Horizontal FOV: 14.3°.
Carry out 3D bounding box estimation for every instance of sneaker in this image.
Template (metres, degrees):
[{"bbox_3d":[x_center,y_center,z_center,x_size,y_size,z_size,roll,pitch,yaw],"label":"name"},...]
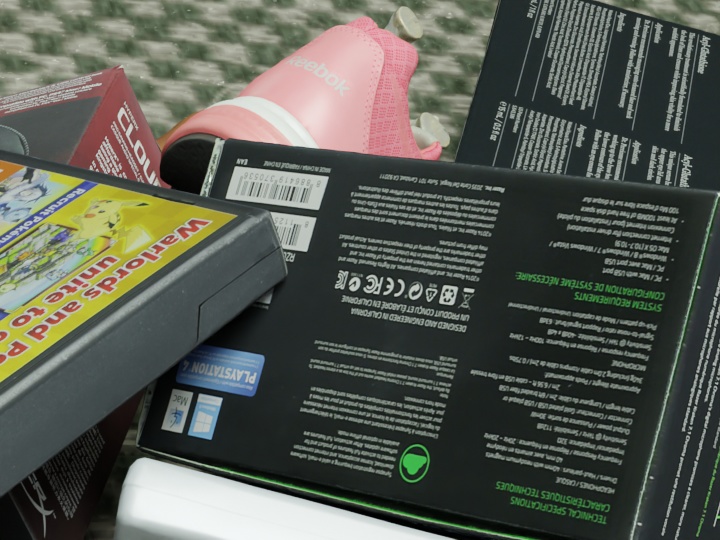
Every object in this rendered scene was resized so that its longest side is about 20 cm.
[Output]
[{"bbox_3d":[0.000,0.000,0.901,0.074,0.200,0.087,33,65,24],"label":"sneaker"}]

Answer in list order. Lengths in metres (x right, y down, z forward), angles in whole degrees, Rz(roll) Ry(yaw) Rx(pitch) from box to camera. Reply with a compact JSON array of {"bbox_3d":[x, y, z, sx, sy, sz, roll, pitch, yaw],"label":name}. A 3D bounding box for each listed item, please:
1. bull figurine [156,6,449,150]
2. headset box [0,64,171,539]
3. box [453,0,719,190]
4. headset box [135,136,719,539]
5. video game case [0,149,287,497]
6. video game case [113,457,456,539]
[{"bbox_3d":[-0.044,-0.025,1.004,0.065,0.121,0.200,55,30,-6],"label":"bull figurine"},{"bbox_3d":[-0.142,0.022,0.866,0.148,0.077,0.200,-12,30,20],"label":"headset box"},{"bbox_3d":[0.101,-0.018,1.074,0.141,0.079,0.200,14,33,3],"label":"box"},{"bbox_3d":[0.073,0.041,0.786,0.174,0.093,0.200,9,-9,42],"label":"headset box"},{"bbox_3d":[-0.149,0.027,0.744,0.180,0.026,0.200,13,39,42],"label":"video game case"},{"bbox_3d":[0.027,0.123,0.758,0.199,0.182,0.022,15,58,-1],"label":"video game case"}]
